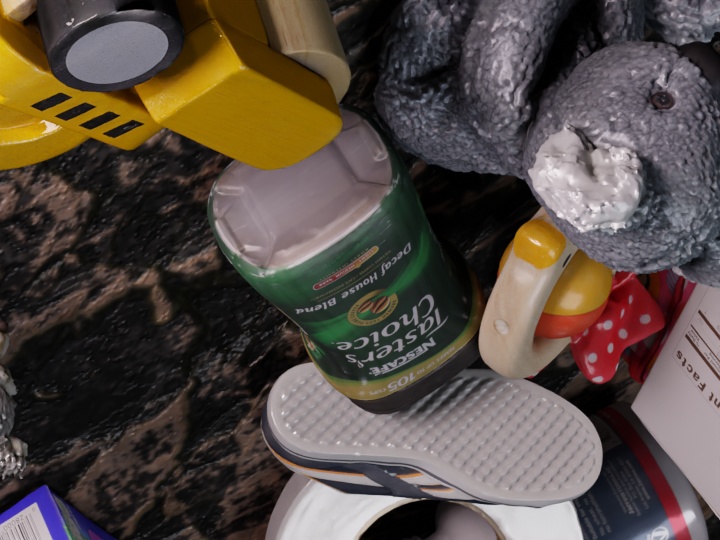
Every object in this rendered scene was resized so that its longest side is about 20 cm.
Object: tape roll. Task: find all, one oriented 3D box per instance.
[{"bbox_3d":[0.040,0.182,1.588,0.202,0.037,0.204,-2,107,-7],"label":"tape roll"}]

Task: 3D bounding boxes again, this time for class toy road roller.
[{"bbox_3d":[-0.115,-0.105,1.114,0.146,0.123,0.200,-32,150,26],"label":"toy road roller"}]

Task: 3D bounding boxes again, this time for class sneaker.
[{"bbox_3d":[0.039,0.097,1.504,0.199,0.079,0.079,12,162,-8],"label":"sneaker"}]

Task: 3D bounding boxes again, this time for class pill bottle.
[{"bbox_3d":[0.116,0.182,1.686,0.199,0.120,0.120,-27,147,-9],"label":"pill bottle"}]

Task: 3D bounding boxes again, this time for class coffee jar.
[{"bbox_3d":[0.000,0.000,1.375,0.104,0.085,0.200,-34,148,2],"label":"coffee jar"}]

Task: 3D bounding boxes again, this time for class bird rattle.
[{"bbox_3d":[0.114,-0.005,1.425,0.163,0.113,0.200,-35,160,-44],"label":"bird rattle"}]

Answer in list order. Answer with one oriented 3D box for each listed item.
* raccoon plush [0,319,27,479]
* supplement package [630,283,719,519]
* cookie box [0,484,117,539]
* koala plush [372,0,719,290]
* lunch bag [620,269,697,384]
[{"bbox_3d":[-0.237,0.083,1.230,0.097,0.134,0.200,3,133,-45],"label":"raccoon plush"},{"bbox_3d":[0.266,0.043,1.482,0.121,0.120,0.200,-17,146,-33],"label":"supplement package"},{"bbox_3d":[-0.139,0.241,1.494,0.075,0.171,0.200,-32,149,4],"label":"cookie box"},{"bbox_3d":[0.116,-0.075,1.270,0.184,0.200,0.177,-44,147,17],"label":"koala plush"},{"bbox_3d":[0.236,-0.029,1.555,0.176,0.082,0.200,-18,146,-30],"label":"lunch bag"}]
